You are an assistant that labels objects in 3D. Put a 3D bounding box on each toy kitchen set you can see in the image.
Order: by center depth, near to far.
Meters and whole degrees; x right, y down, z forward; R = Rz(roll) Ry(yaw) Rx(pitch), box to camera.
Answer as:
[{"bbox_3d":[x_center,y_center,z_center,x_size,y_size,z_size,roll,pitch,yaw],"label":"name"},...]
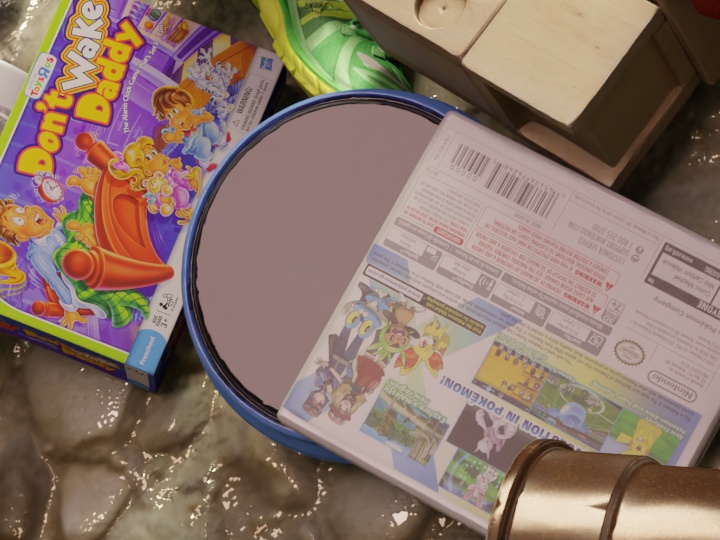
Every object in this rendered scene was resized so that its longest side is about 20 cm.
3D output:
[{"bbox_3d":[0.103,-0.189,1.395,0.180,0.163,0.200,34,82,33],"label":"toy kitchen set"}]

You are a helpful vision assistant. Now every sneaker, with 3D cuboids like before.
[{"bbox_3d":[-0.004,-0.139,1.543,0.083,0.074,0.200,-40,50,12],"label":"sneaker"}]

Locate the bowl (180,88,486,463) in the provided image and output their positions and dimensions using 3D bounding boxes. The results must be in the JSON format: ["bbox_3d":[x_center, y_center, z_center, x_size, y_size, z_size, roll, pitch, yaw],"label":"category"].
[{"bbox_3d":[0.000,0.000,1.441,0.199,0.039,0.202,-3,79,14],"label":"bowl"}]

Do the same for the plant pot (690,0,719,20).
[{"bbox_3d":[0.254,-0.207,1.244,0.176,0.200,0.201,28,81,28],"label":"plant pot"}]

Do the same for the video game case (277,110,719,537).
[{"bbox_3d":[0.086,0.042,1.374,0.199,0.022,0.183,28,83,17],"label":"video game case"}]

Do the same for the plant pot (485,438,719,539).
[{"bbox_3d":[0.174,0.169,1.196,0.197,0.200,0.201,-4,63,23],"label":"plant pot"}]

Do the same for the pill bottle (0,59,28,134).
[{"bbox_3d":[-0.255,-0.025,1.613,0.114,0.114,0.201,11,72,36],"label":"pill bottle"}]

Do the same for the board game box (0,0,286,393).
[{"bbox_3d":[-0.140,-0.049,1.557,0.134,0.045,0.201,21,75,4],"label":"board game box"}]
